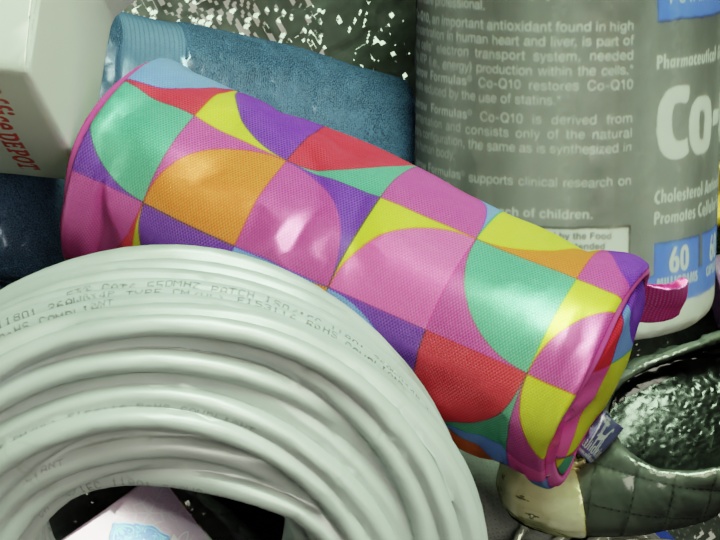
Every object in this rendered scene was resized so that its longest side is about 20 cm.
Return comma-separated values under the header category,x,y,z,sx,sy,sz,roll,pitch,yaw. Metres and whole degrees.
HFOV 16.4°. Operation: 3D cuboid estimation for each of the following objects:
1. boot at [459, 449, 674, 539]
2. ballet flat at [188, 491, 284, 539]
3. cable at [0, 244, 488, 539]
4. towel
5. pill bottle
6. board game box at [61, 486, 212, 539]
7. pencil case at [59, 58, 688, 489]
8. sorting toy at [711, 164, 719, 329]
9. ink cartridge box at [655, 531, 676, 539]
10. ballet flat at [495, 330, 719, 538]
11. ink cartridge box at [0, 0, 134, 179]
category,x,y,z,sx,sy,sz,roll,pitch,yaw
boot,0.083,0.100,0.892,0.200,0.096,0.074,36,74,-14
ballet flat,-0.022,0.092,0.864,0.200,0.067,0.057,40,49,8
cable,-0.059,0.088,0.779,0.200,0.069,0.200,-41,112,21
towel,-0.078,-0.039,0.921,0.199,0.049,0.112,11,77,-20
pill bottle,0.076,-0.082,0.914,0.113,0.114,0.201,-6,103,-23
board game box,-0.088,0.204,0.851,0.199,0.041,0.200,-35,77,-23
pencil case,0.000,0.000,0.823,0.200,0.088,0.089,24,71,14
sorting toy,0.166,-0.047,0.970,0.107,0.200,0.180,-20,86,-2
ink cartridge box,0.066,0.119,0.960,0.200,0.044,0.094,45,70,-11
ballet flat,0.138,0.037,0.848,0.199,0.057,0.067,-21,57,3
ink cartridge box,-0.161,-0.110,0.813,0.199,0.129,0.126,6,78,4
